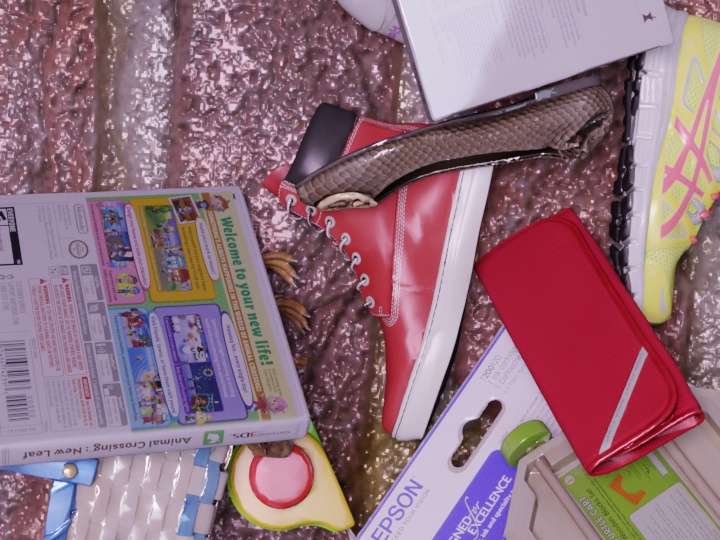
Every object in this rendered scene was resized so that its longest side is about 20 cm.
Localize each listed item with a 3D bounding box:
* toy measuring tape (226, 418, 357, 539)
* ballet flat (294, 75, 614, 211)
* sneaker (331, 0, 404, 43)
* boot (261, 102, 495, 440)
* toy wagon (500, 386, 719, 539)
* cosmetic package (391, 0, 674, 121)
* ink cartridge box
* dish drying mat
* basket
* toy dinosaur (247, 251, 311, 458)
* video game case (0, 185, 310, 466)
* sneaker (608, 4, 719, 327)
[{"bbox_3d":[-0.038,0.167,0.988,0.073,0.074,0.202,-24,86,5],"label":"toy measuring tape"},{"bbox_3d":[0.059,-0.067,0.924,0.198,0.067,0.047,-18,91,-5],"label":"ballet flat"},{"bbox_3d":[0.059,-0.233,0.962,0.099,0.075,0.200,38,104,-8],"label":"sneaker"},{"bbox_3d":[0.000,0.000,0.981,0.143,0.072,0.202,10,87,3],"label":"boot"},{"bbox_3d":[0.143,0.148,0.884,0.199,0.040,0.156,-32,58,-5],"label":"toy wagon"},{"bbox_3d":[0.082,-0.205,0.895,0.149,0.052,0.202,-17,98,1],"label":"cosmetic package"},{"bbox_3d":[0.132,0.140,0.939,0.199,0.043,0.199,29,72,26],"label":"ink cartridge box"},{"bbox_3d":[0.131,0.037,0.925,0.076,0.201,0.018,-31,130,6],"label":"dish drying mat"},{"bbox_3d":[-0.186,0.119,0.953,0.198,0.176,0.141,7,84,-12],"label":"basket"},{"bbox_3d":[-0.091,0.026,0.980,0.106,0.061,0.200,-28,62,-24],"label":"toy dinosaur"},{"bbox_3d":[-0.139,0.026,0.912,0.180,0.201,0.022,-3,135,-18],"label":"video game case"},{"bbox_3d":[0.206,-0.062,0.959,0.089,0.078,0.202,7,95,0],"label":"sneaker"}]
